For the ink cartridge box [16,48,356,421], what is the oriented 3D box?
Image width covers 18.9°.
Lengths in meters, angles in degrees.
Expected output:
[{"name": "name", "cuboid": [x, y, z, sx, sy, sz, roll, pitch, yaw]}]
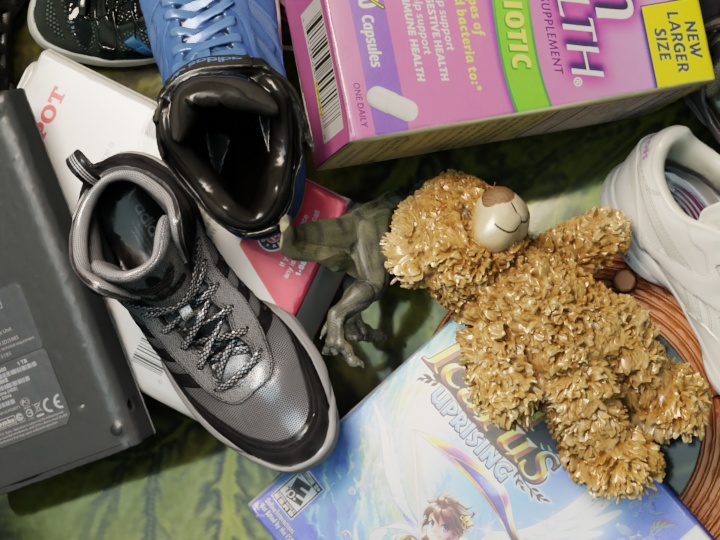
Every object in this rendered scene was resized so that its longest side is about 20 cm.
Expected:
[{"name": "ink cartridge box", "cuboid": [-0.116, -0.013, 1.215, 0.199, 0.083, 0.146, 27, 90, 11]}]

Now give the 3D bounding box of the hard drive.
[{"name": "hard drive", "cuboid": [-0.209, 0.019, 1.171, 0.139, 0.033, 0.202, -20, 93, 19]}]

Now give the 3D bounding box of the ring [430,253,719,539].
[{"name": "ring", "cuboid": [0.124, 0.085, 1.198, 0.198, 0.019, 0.203, -1, 85, 9]}]

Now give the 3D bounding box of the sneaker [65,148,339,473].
[{"name": "sneaker", "cuboid": [-0.088, 0.021, 1.107, 0.075, 0.114, 0.201, -37, 81, 4]}]

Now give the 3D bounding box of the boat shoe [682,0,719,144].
[{"name": "boat shoe", "cuboid": [0.205, -0.111, 1.178, 0.072, 0.065, 0.201, -31, 79, 8]}]

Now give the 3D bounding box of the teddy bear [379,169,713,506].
[{"name": "teddy bear", "cuboid": [0.102, 0.026, 1.116, 0.144, 0.067, 0.201, -24, 82, -25]}]

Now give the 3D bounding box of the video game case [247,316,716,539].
[{"name": "video game case", "cuboid": [0.069, 0.142, 1.170, 0.181, 0.045, 0.200, -42, 79, 3]}]

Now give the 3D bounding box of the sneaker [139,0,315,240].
[{"name": "sneaker", "cuboid": [-0.073, -0.113, 1.095, 0.076, 0.111, 0.202, -12, 94, -1]}]

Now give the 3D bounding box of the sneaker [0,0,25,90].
[{"name": "sneaker", "cuboid": [-0.236, -0.155, 1.253, 0.079, 0.075, 0.202, 10, 88, 15]}]

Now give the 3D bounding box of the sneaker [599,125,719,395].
[{"name": "sneaker", "cuboid": [0.207, 0.008, 1.146, 0.075, 0.100, 0.200, -38, 79, -23]}]

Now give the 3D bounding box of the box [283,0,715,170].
[{"name": "box", "cuboid": [0.062, -0.159, 1.125, 0.198, 0.097, 0.178, -10, 86, -14]}]

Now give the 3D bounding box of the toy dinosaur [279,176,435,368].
[{"name": "toy dinosaur", "cuboid": [0.000, 0.000, 1.155, 0.047, 0.200, 0.089, 14, 105, 27]}]

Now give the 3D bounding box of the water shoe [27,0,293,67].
[{"name": "water shoe", "cuboid": [-0.100, -0.161, 1.228, 0.198, 0.079, 0.072, -3, 83, 9]}]

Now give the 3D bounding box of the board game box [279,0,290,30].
[{"name": "board game box", "cuboid": [-0.007, -0.184, 1.176, 0.200, 0.032, 0.120, 41, 73, -6]}]
